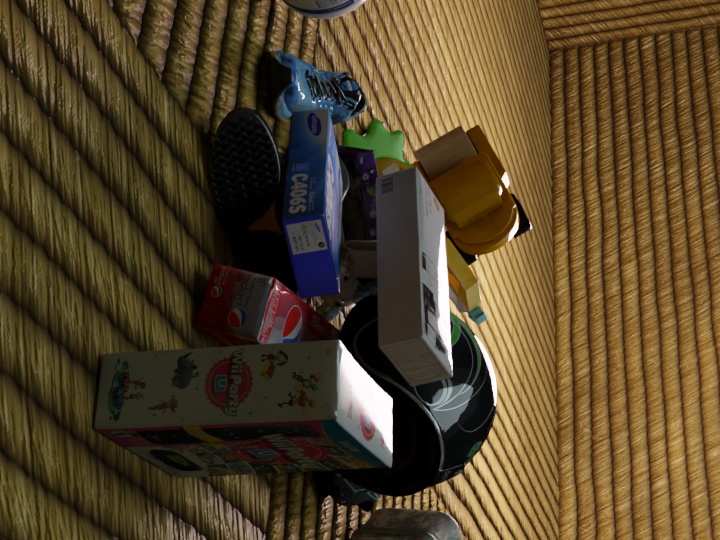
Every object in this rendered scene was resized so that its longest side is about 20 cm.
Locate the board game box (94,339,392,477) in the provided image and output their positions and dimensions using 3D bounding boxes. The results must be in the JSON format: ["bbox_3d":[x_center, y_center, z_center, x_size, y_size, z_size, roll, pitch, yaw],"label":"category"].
[{"bbox_3d":[-0.087,0.113,0.956,0.148,0.197,0.065,51,36,-61],"label":"board game box"}]

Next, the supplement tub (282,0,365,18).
[{"bbox_3d":[-0.060,-0.386,1.314,0.200,0.143,0.147,49,38,-62],"label":"supplement tub"}]

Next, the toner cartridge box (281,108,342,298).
[{"bbox_3d":[-0.046,-0.072,1.218,0.201,0.042,0.096,-90,173,-53],"label":"toner cartridge box"}]

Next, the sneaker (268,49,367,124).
[{"bbox_3d":[-0.046,-0.214,1.396,0.200,0.088,0.080,2,82,-73],"label":"sneaker"}]

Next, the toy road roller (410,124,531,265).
[{"bbox_3d":[0.143,-0.116,1.655,0.202,0.122,0.146,63,4,23],"label":"toy road roller"}]

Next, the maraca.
[{"bbox_3d":[0.031,-0.095,1.583,0.136,0.107,0.203,-22,97,-29],"label":"maraca"}]

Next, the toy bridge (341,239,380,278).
[{"bbox_3d":[0.014,-0.017,1.276,0.200,0.066,0.028,-19,112,-71],"label":"toy bridge"}]

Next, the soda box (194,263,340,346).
[{"bbox_3d":[-0.087,0.057,1.185,0.200,0.069,0.064,47,57,-65],"label":"soda box"}]

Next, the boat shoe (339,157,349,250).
[{"bbox_3d":[-0.055,-0.065,1.353,0.204,0.073,0.065,-95,-152,-44],"label":"boat shoe"}]

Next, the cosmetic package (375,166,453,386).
[{"bbox_3d":[0.053,0.004,1.190,0.083,0.050,0.203,53,29,-50],"label":"cosmetic package"}]

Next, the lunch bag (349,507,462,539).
[{"bbox_3d":[0.047,0.410,1.449,0.167,0.137,0.203,-31,115,-54],"label":"lunch bag"}]

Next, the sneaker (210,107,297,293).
[{"bbox_3d":[-0.104,-0.075,1.219,0.090,0.069,0.203,-93,171,-65],"label":"sneaker"}]

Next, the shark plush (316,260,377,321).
[{"bbox_3d":[0.000,0.000,1.372,0.200,0.082,0.092,142,-60,-66],"label":"shark plush"}]

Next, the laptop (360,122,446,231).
[{"bbox_3d":[0.075,-0.107,1.728,0.187,0.114,0.203,-45,128,-70],"label":"laptop"}]

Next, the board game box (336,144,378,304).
[{"bbox_3d":[-0.001,-0.051,1.490,0.120,0.032,0.203,-155,-128,-68],"label":"board game box"}]

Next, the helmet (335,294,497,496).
[{"bbox_3d":[0.049,0.125,1.283,0.191,0.197,0.203,-47,130,-55],"label":"helmet"}]

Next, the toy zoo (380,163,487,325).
[{"bbox_3d":[0.088,-0.023,1.420,0.201,0.020,0.131,55,-6,12],"label":"toy zoo"}]

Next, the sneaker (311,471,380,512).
[{"bbox_3d":[-0.018,0.229,1.375,0.199,0.075,0.080,30,83,-54],"label":"sneaker"}]
